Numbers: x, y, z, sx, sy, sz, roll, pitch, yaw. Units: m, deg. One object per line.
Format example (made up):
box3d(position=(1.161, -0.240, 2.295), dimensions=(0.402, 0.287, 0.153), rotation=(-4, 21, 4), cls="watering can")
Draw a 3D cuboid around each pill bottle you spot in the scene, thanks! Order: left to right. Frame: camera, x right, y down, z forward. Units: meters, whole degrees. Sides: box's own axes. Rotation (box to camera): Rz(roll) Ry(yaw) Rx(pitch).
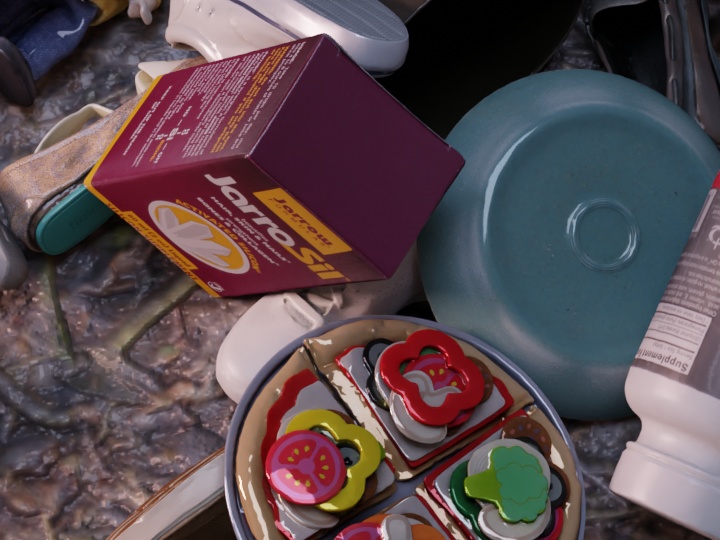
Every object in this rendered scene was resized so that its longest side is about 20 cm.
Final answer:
box3d(position=(0.209, 0.044, 1.492), dimensions=(0.111, 0.111, 0.200), rotation=(23, 87, 17), cls="pill bottle")

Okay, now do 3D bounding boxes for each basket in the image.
box3d(position=(0.005, -0.189, 1.668), dimensions=(0.180, 0.136, 0.200), rotation=(-34, 58, -17), cls="basket")

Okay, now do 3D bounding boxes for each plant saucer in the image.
box3d(position=(0.131, -0.018, 1.550), dimensions=(0.199, 0.036, 0.201), rotation=(2, 81, -15), cls="plant saucer")

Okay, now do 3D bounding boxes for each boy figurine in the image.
box3d(position=(-0.168, -0.190, 1.714), dimensions=(0.124, 0.064, 0.200), rotation=(29, 66, 27), cls="boy figurine")

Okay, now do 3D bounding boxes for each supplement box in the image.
box3d(position=(-0.051, -0.054, 1.527), dimensions=(0.110, 0.200, 0.086), rotation=(41, 68, -22), cls="supplement box")

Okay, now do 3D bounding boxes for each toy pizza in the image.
box3d(position=(0.027, 0.110, 1.464), dimensions=(0.200, 0.032, 0.201), rotation=(7, 61, -13), cls="toy pizza")

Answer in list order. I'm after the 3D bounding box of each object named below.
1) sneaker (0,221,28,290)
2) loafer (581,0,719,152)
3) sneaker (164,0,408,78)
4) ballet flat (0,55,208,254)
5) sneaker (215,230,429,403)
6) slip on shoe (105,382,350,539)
box3d(position=(-0.276, -0.036, 1.629), dimensions=(0.200, 0.070, 0.080), rotation=(35, 81, 25), cls="sneaker")
box3d(position=(0.169, -0.143, 1.651), dimensions=(0.063, 0.072, 0.200), rotation=(9, 50, -40), cls="loafer")
box3d(position=(-0.042, -0.130, 1.571), dimensions=(0.073, 0.071, 0.200), rotation=(1, 17, -35), cls="sneaker")
box3d(position=(-0.130, -0.086, 1.647), dimensions=(0.200, 0.068, 0.067), rotation=(-31, 53, -17), cls="ballet flat")
box3d(position=(0.000, 0.000, 1.570), dimensions=(0.200, 0.089, 0.075), rotation=(-34, 63, -17), cls="sneaker")
box3d(position=(-0.051, 0.117, 1.516), dimensions=(0.200, 0.076, 0.061), rotation=(-35, 92, -16), cls="slip on shoe")
